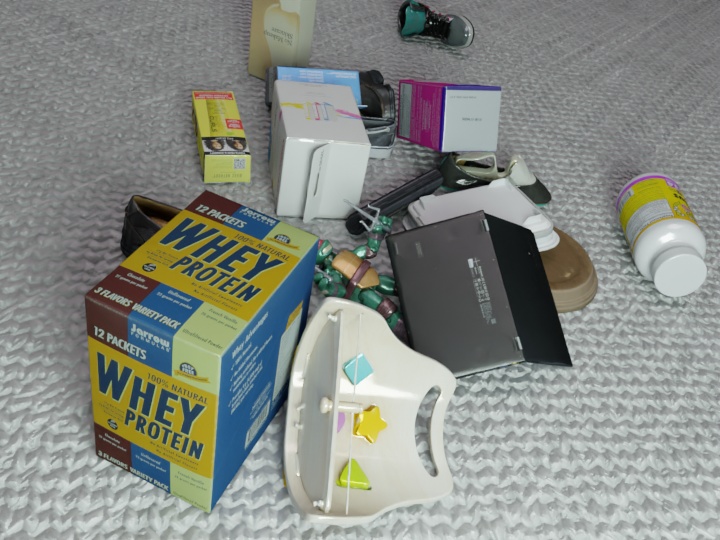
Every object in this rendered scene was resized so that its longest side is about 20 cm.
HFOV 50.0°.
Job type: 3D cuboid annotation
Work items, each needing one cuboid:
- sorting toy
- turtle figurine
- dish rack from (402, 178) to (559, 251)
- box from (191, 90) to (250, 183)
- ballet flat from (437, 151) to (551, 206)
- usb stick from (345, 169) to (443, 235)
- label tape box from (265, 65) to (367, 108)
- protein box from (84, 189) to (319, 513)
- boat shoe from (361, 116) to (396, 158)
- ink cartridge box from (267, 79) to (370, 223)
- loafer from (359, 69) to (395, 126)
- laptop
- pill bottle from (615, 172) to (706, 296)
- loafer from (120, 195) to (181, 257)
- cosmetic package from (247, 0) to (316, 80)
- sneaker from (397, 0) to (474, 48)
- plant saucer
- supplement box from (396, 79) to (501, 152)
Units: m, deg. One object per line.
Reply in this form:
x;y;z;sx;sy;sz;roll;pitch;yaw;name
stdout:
0.020;0.152;0.771;0.176;0.107;0.206;13;69;-22;sorting toy
0.000;0.000;0.964;0.198;0.101;0.151;34;58;0;turtle figurine
0.171;-0.075;1.112;0.195;0.044;0.173;-13;36;-12;dish rack
-0.221;-0.212;1.210;0.073;0.051;0.202;-2;40;-16;box
0.222;-0.152;1.243;0.194;0.070;0.069;8;37;-6;ballet flat
0.054;-0.104;1.151;0.198;0.055;0.033;-31;89;-42;usb stick
-0.078;-0.308;1.296;0.139;0.068;0.200;0;10;-16;label tape box
-0.147;0.072;0.746;0.132;0.204;0.199;20;38;12;protein box
-0.036;-0.234;1.273;0.194;0.069;0.073;6;37;-9;boat shoe
-0.065;-0.172;1.140;0.122;0.131;0.202;1;39;-14;ink cartridge box
0.017;-0.301;1.378;0.070;0.075;0.201;-5;29;-11;loafer
0.148;0.039;0.952;0.195;0.116;0.192;-14;70;3;laptop
0.452;-0.053;1.154;0.101;0.106;0.202;9;38;-3;pill bottle
-0.203;-0.039;0.964;0.194;0.074;0.074;11;36;-4;loafer
-0.143;-0.449;1.406;0.103;0.204;0.071;22;39;16;cosmetic package
0.150;-0.544;1.703;0.119;0.086;0.199;-13;36;-37;sneaker
0.250;-0.015;1.113;0.194;0.030;0.203;7;39;-6;plant saucer
0.140;-0.259;1.274;0.098;0.106;0.200;-3;18;-18;supplement box
